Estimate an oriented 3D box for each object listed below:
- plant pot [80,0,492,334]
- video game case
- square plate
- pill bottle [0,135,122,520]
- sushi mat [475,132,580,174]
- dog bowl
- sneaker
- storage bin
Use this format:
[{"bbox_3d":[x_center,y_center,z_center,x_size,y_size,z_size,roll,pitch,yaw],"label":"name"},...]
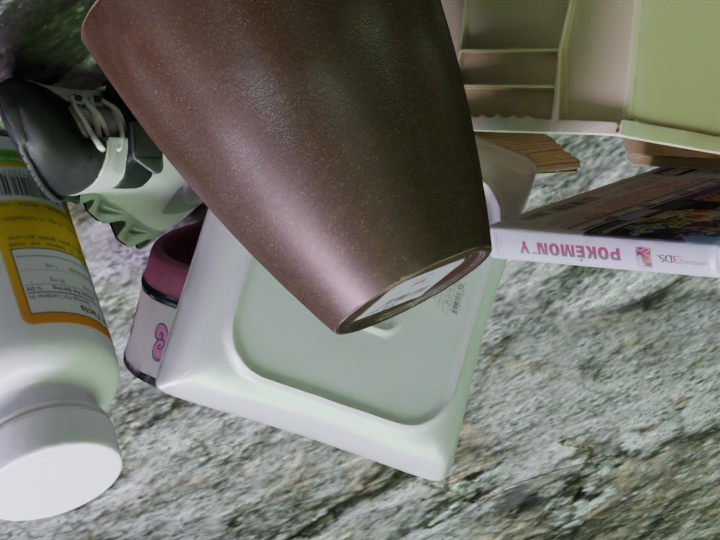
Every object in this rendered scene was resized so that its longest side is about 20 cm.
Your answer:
[{"bbox_3d":[-0.018,-0.076,1.397,0.186,0.201,0.187,-27,171,-5],"label":"plant pot"},{"bbox_3d":[0.204,-0.034,1.539,0.200,0.023,0.182,-18,-165,-39],"label":"video game case"},{"bbox_3d":[0.000,0.000,1.526,0.198,0.201,0.028,20,173,-27],"label":"square plate"},{"bbox_3d":[-0.199,0.034,1.512,0.111,0.201,0.111,-16,151,-9],"label":"pill bottle"},{"bbox_3d":[0.026,-0.074,1.604,0.199,0.096,0.012,-5,119,-28],"label":"sushi mat"},{"bbox_3d":[-0.044,0.019,1.625,0.199,0.200,0.074,-6,105,-26],"label":"dog bowl"},{"bbox_3d":[-0.135,-0.076,1.508,0.088,0.074,0.200,-28,160,12],"label":"sneaker"},{"bbox_3d":[0.148,-0.112,1.519,0.199,0.094,0.198,6,180,-40],"label":"storage bin"}]
